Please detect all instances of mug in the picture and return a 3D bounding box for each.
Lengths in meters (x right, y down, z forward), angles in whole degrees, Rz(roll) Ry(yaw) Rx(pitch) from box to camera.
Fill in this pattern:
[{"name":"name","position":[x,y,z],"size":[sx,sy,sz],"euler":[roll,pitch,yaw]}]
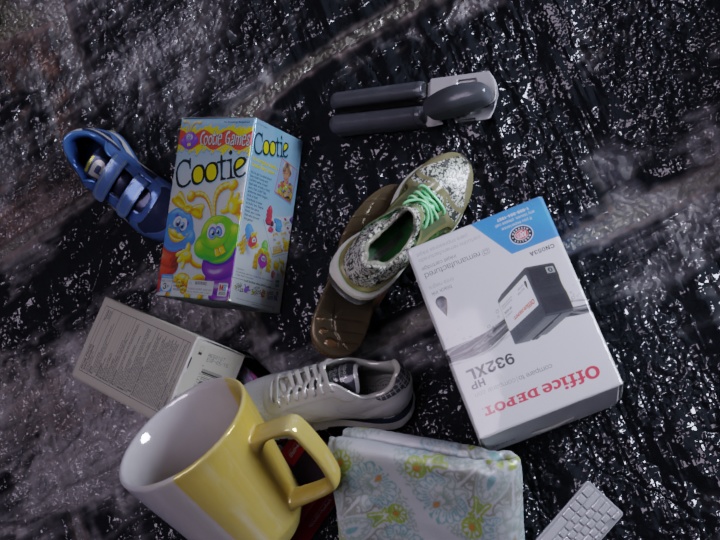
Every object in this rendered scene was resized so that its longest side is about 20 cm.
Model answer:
[{"name":"mug","position":[-0.125,0.213,1.170],"size":[0.149,0.153,0.186],"euler":[-46,26,-24]}]

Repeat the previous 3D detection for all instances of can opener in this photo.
[{"name":"can opener","position":[0.050,-0.181,1.268],"size":[0.199,0.067,0.054],"euler":[-3,79,27]}]

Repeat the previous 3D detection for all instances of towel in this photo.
[{"name":"towel","position":[0.064,0.244,1.156],"size":[0.199,0.048,0.172],"euler":[5,115,28]}]

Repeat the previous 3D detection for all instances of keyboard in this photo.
[{"name":"keyboard","position":[0.164,0.287,1.114],"size":[0.200,0.056,0.011],"euler":[-48,27,-3]}]

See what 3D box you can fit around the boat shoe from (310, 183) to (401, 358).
[{"name":"boat shoe","position":[0.000,0.001,1.259],"size":[0.072,0.068,0.201],"euler":[27,76,-4]}]

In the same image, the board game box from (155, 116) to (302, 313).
[{"name":"board game box","position":[-0.145,-0.061,1.329],"size":[0.103,0.105,0.201],"euler":[4,83,29]}]

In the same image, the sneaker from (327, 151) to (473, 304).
[{"name":"sneaker","position":[0.055,-0.049,1.199],"size":[0.077,0.089,0.200],"euler":[43,69,-2]}]

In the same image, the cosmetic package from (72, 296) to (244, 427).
[{"name":"cosmetic package","position":[-0.228,0.106,1.324],"size":[0.200,0.073,0.104],"euler":[18,84,48]}]

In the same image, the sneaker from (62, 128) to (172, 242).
[{"name":"sneaker","position":[-0.284,-0.103,1.423],"size":[0.200,0.082,0.074],"euler":[39,99,25]}]

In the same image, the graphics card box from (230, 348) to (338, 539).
[{"name":"graphics card box","position":[-0.105,0.192,1.295],"size":[0.200,0.051,0.126],"euler":[41,101,28]}]

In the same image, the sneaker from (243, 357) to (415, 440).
[{"name":"sneaker","position":[-0.045,0.123,1.226],"size":[0.199,0.081,0.077],"euler":[-8,59,6]}]

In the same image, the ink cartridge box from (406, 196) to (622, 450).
[{"name":"ink cartridge box","position":[0.148,0.053,1.147],"size":[0.145,0.084,0.201],"euler":[-21,71,3]}]
